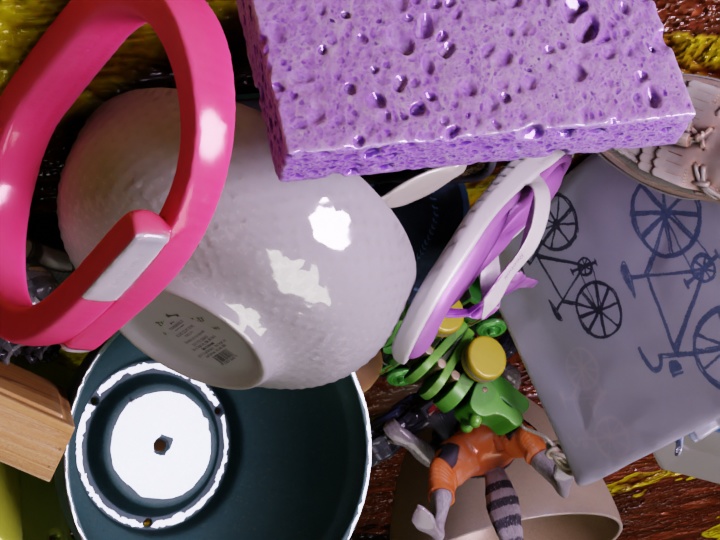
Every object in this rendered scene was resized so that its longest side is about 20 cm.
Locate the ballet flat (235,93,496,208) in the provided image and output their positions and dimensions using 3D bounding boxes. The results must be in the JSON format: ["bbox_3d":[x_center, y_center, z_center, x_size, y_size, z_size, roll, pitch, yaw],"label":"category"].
[{"bbox_3d":[-0.016,-0.062,0.771,0.197,0.074,0.073,-8,153,-10],"label":"ballet flat"}]

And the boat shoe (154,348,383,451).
[{"bbox_3d":[-0.078,0.073,1.020,0.198,0.071,0.070,-14,-169,9],"label":"boat shoe"}]

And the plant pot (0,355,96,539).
[{"bbox_3d":[-0.282,0.151,0.933,0.197,0.202,0.182,-14,148,4],"label":"plant pot"}]

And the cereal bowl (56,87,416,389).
[{"bbox_3d":[-0.075,0.001,0.745,0.198,0.084,0.201,20,150,12],"label":"cereal bowl"}]

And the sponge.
[{"bbox_3d":[0.047,-0.104,0.668,0.198,0.113,0.030,-6,155,-15],"label":"sponge"}]

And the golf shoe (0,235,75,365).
[{"bbox_3d":[-0.203,0.001,0.820,0.078,0.094,0.200,-49,174,0],"label":"golf shoe"}]

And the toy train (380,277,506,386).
[{"bbox_3d":[0.074,0.027,1.020,0.199,0.042,0.056,-31,138,32],"label":"toy train"}]

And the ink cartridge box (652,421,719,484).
[{"bbox_3d":[0.279,0.046,0.936,0.115,0.201,0.067,10,144,45],"label":"ink cartridge box"}]

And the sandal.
[{"bbox_3d":[0.083,-0.015,0.803,0.203,0.050,0.083,-49,166,-41],"label":"sandal"}]

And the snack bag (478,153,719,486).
[{"bbox_3d":[0.169,0.022,0.891,0.021,0.190,0.200,-8,158,-46],"label":"snack bag"}]

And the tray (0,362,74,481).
[{"bbox_3d":[-0.254,0.047,0.771,0.199,0.037,0.099,28,180,-17],"label":"tray"}]

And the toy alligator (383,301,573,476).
[{"bbox_3d":[0.070,0.080,0.962,0.054,0.200,0.059,-44,-177,-32],"label":"toy alligator"}]

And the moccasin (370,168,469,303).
[{"bbox_3d":[0.000,0.000,0.880,0.068,0.081,0.200,-10,155,-31],"label":"moccasin"}]

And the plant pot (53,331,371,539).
[{"bbox_3d":[-0.110,0.113,0.909,0.198,0.203,0.134,2,175,-28],"label":"plant pot"}]

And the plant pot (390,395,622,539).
[{"bbox_3d":[0.112,0.181,1.229,0.198,0.136,0.201,-10,153,-5],"label":"plant pot"}]

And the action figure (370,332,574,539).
[{"bbox_3d":[0.067,0.145,1.094,0.199,0.194,0.105,-31,111,8],"label":"action figure"}]

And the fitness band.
[{"bbox_3d":[-0.124,-0.048,0.661,0.037,0.145,0.200,9,146,-39],"label":"fitness band"}]

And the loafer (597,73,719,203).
[{"bbox_3d":[0.223,-0.064,0.796,0.198,0.073,0.063,20,-177,1],"label":"loafer"}]
